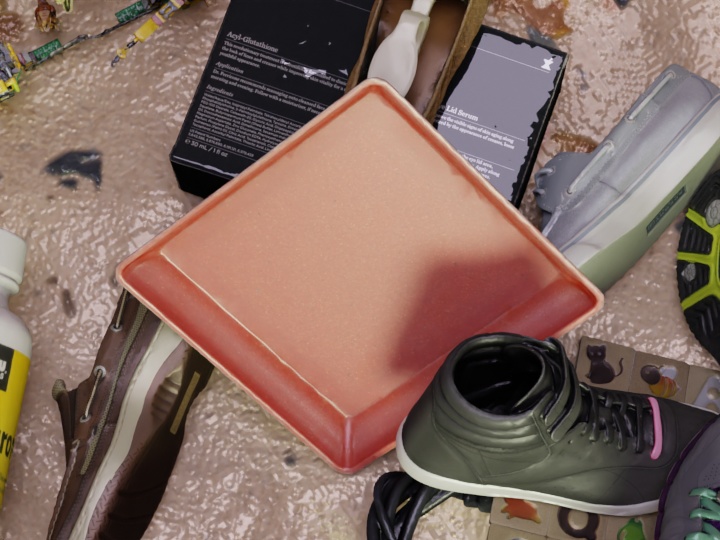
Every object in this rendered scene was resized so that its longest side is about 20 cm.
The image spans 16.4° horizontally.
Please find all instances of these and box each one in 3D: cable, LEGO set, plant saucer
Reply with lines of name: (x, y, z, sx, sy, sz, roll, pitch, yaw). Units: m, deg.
cable: (0.093, 0.175, 1.432, 0.200, 0.051, 0.163, 42, 77, 10)
LEGO set: (-0.181, -0.187, 1.470, 0.200, 0.116, 0.154, -19, 93, -6)
plant saucer: (0.000, 0.000, 1.402, 0.200, 0.037, 0.200, -35, 119, 23)

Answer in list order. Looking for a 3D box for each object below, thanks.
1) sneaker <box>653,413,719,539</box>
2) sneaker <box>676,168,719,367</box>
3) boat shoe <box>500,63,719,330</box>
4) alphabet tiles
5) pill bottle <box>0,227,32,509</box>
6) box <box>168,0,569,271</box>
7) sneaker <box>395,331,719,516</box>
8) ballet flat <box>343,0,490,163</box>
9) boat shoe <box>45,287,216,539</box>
sneaker: (0.190, 0.165, 1.348, 0.074, 0.088, 0.200, 23, 78, 0)
sneaker: (0.245, 0.033, 1.467, 0.076, 0.075, 0.200, -1, 69, -34)
boat shoe: (0.141, -0.043, 1.482, 0.071, 0.070, 0.201, 41, 77, 21)
alphabet tiles: (0.159, 0.135, 1.431, 0.166, 0.006, 0.200, 14, 60, -1)
pill bottle: (-0.249, 0.073, 1.427, 0.111, 0.111, 0.200, 8, 77, 2)
box: (0.006, -0.088, 1.481, 0.200, 0.079, 0.141, 20, 79, 5)
sneaker: (0.125, 0.084, 1.393, 0.200, 0.099, 0.071, 3, 59, -7)
ballet flat: (0.031, -0.140, 1.419, 0.068, 0.072, 0.200, 20, 77, 5)
boat shoe: (-0.144, 0.088, 1.451, 0.075, 0.075, 0.203, 19, 71, 18)
